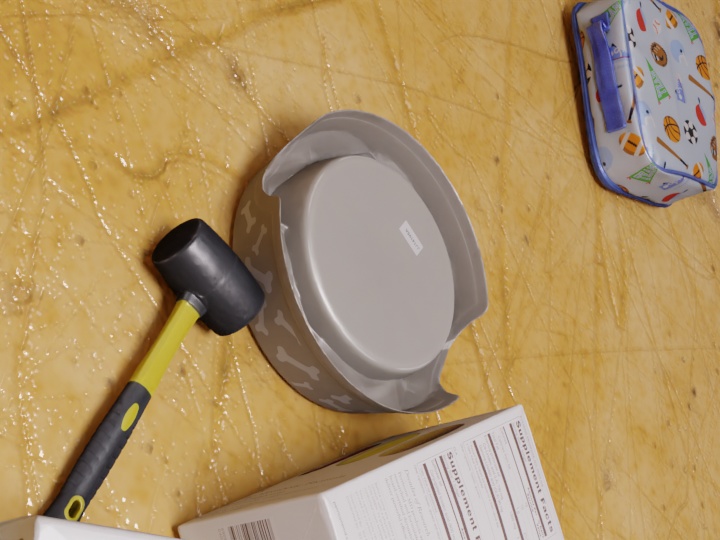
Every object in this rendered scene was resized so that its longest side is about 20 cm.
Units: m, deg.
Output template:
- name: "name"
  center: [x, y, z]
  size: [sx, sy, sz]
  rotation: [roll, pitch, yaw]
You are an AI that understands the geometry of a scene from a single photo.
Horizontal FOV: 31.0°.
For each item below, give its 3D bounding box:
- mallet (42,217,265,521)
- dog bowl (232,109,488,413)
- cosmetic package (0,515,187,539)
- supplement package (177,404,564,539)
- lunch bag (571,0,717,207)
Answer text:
- name: "mallet"
  center: [-0.109, 0.065, 0.699]
  size: [0.066, 0.041, 0.201]
  rotation: [44, 49, -32]
- name: "dog bowl"
  center: [0.000, 0.000, 0.835]
  size: [0.200, 0.059, 0.201]
  rotation: [24, 57, -43]
- name: "cosmetic package"
  center: [-0.112, 0.209, 0.530]
  size: [0.101, 0.074, 0.201]
  rotation: [17, 67, -29]
- name: "supplement package"
  center: [0.016, 0.159, 0.738]
  size: [0.200, 0.113, 0.110]
  rotation: [-13, 85, -53]
- name: "lunch bag"
  center: [0.262, -0.166, 1.209]
  size: [0.160, 0.075, 0.201]
  rotation: [10, 68, -45]
